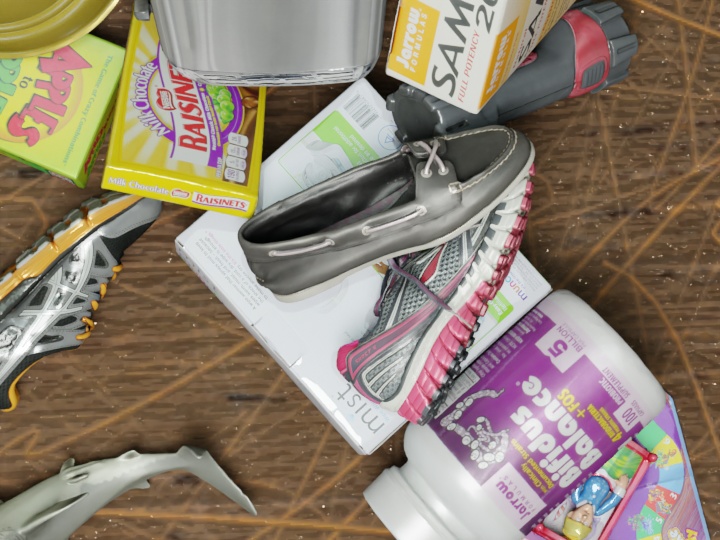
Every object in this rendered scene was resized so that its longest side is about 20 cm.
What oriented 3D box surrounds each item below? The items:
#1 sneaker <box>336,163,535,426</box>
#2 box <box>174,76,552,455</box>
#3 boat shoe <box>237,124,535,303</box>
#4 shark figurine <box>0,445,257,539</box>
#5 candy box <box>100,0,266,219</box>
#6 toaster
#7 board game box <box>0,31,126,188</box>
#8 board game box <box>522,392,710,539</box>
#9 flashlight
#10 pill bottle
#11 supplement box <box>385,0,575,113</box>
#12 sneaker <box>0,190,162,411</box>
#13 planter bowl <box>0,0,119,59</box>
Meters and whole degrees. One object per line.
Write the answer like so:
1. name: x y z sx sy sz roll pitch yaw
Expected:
1. sneaker: 0.056 -0.002 0.980 0.075 0.081 0.200 26 78 10
2. box: 0.000 0.000 1.061 0.176 0.097 0.200 -42 88 -6
3. boat shoe: 0.014 -0.044 0.958 0.200 0.067 0.057 -28 130 13
4. shark figurine: -0.193 0.180 1.057 0.214 0.128 0.090 -24 112 -22
5. candy box: -0.116 -0.121 1.037 0.102 0.026 0.200 10 46 -10
6. toaster: -0.054 -0.202 1.007 0.200 0.129 0.114 -2 46 -4
7. board game box: -0.275 -0.146 1.082 0.200 0.048 0.102 22 84 -1
8. board game box: 0.170 0.168 1.083 0.158 0.039 0.200 -13 86 -4
9. flashlight: 0.106 -0.136 1.056 0.200 0.068 0.068 -24 89 -32
10. pill bottle: 0.102 0.116 1.030 0.200 0.112 0.112 -43 88 -1
11. supplement box: 0.102 -0.213 1.000 0.073 0.126 0.200 27 47 15
12. sneaker: -0.213 0.016 1.064 0.200 0.078 0.077 -42 102 -3
13. planter bowl: -0.248 -0.234 0.993 0.200 0.083 0.201 0 106 0
